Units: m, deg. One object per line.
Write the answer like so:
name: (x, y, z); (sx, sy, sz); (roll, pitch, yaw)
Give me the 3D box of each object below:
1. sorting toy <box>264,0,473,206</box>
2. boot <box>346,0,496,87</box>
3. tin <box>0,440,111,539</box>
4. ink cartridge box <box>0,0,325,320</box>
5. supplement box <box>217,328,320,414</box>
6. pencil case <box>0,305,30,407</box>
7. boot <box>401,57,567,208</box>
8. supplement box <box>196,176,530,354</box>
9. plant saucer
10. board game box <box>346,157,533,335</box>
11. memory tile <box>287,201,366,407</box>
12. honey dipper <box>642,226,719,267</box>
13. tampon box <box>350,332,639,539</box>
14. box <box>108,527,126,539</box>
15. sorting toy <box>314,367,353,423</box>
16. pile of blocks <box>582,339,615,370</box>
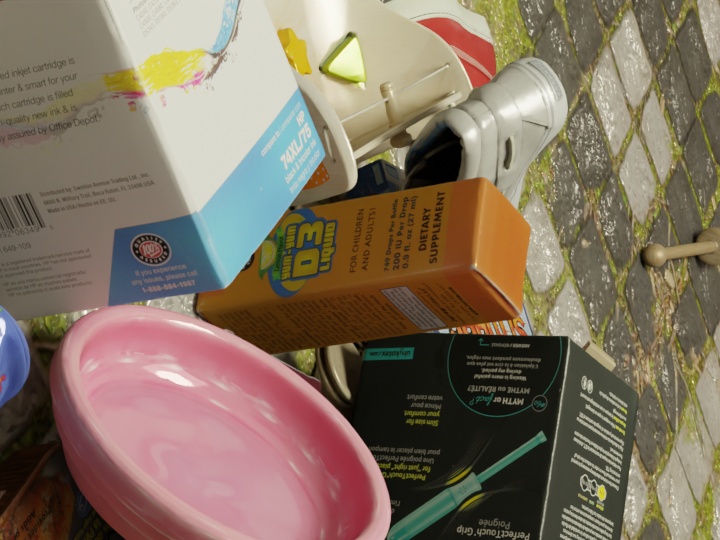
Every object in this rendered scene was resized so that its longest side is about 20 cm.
sorting toy: (-0.032, -0.149, 1.419); (0.200, 0.106, 0.181); (-33, 104, -59)
boot: (0.062, -0.119, 1.582); (0.200, 0.072, 0.145); (5, 67, -64)
tin: (-0.172, 0.170, 1.119); (0.113, 0.042, 0.200); (64, 32, -22)
ink cartridge box: (-0.138, -0.103, 1.145); (0.146, 0.146, 0.201); (-55, 131, -51)
supplement box: (-0.079, 0.147, 1.274); (0.109, 0.060, 0.202); (34, 54, -53)
pencil case: (-0.226, 0.079, 0.999); (0.200, 0.077, 0.087); (-59, 155, -52)
boot: (0.059, -0.060, 1.424); (0.095, 0.200, 0.074); (-28, 69, -29)
supplement box: (0.000, 0.000, 1.317); (0.069, 0.199, 0.067); (40, 48, -46)
plant saucer: (-0.080, 0.100, 1.153); (0.199, 0.051, 0.201); (28, 24, -14)
board game box: (0.062, 0.007, 1.560); (0.200, 0.034, 0.136); (20, 50, -61)
memory tile: (0.011, 0.037, 1.483); (0.200, 0.017, 0.154); (27, 45, -57)
honey dipper: (0.318, -0.018, 2.095); (0.200, 0.038, 0.038); (-10, 91, -60)
tampon box: (0.076, 0.153, 1.376); (0.126, 0.149, 0.202); (34, 62, -55)
box: (-0.058, 0.253, 1.167); (0.198, 0.049, 0.202); (25, 60, -39)
sorting toy: (0.015, 0.180, 1.466); (0.200, 0.036, 0.186); (54, 38, -41)
pile of blocks: (0.111, 0.089, 1.549); (0.062, 0.200, 0.082); (39, 48, -2)
